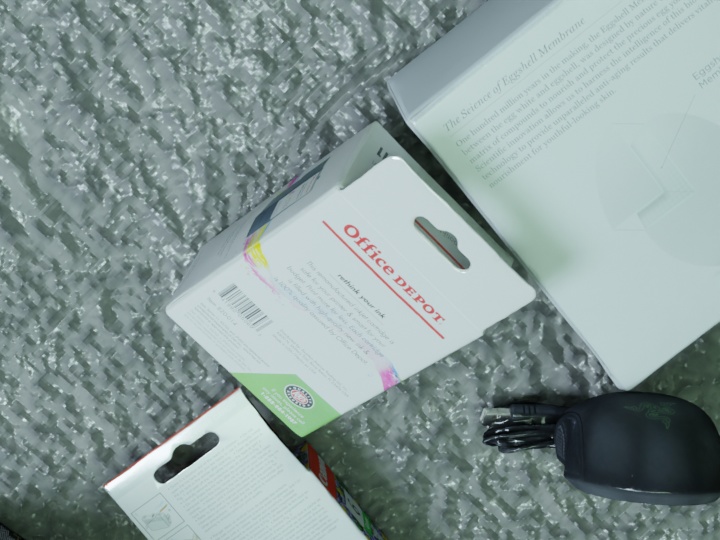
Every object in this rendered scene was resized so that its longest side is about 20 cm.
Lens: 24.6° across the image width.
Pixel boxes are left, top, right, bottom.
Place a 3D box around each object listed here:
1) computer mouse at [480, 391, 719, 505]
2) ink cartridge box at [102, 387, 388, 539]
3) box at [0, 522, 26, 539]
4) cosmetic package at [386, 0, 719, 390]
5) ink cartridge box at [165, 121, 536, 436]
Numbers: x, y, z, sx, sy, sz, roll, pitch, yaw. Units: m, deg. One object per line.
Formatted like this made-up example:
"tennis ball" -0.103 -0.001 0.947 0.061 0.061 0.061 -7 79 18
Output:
"computer mouse" 0.149 0.092 0.942 0.138 0.200 0.053 5 92 -4
"ink cartridge box" -0.054 0.168 1.019 0.109 0.050 0.200 -36 105 7
"box" -0.181 0.226 0.947 0.158 0.200 0.050 38 94 -15
"cosmetic package" 0.155 -0.082 0.921 0.199 0.123 0.200 -38 107 7
"ink cartridge box" 0.000 0.000 0.914 0.117 0.067 0.200 44 132 -16
